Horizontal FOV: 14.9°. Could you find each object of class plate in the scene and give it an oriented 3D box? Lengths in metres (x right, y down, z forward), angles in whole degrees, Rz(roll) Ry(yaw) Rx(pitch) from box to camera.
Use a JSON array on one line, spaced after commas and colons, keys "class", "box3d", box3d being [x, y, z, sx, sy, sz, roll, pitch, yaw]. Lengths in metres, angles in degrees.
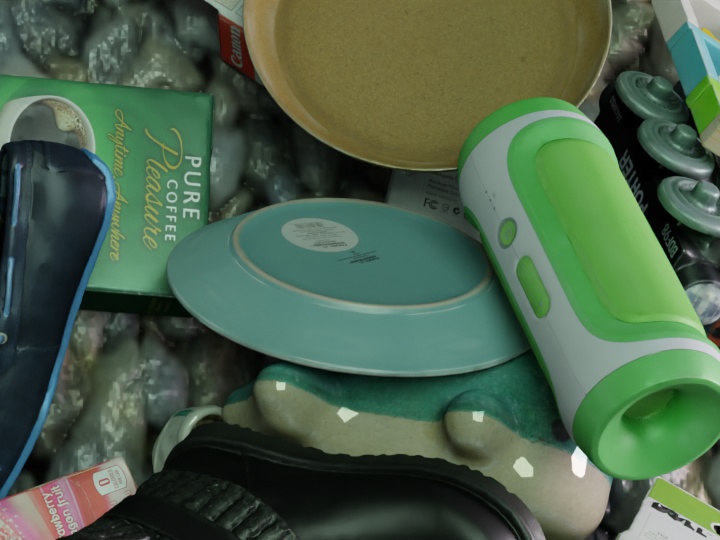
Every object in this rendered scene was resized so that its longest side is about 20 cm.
[{"class": "plate", "box3d": [0.000, 0.000, 1.418, 0.199, 0.026, 0.200, 6, 25, -3]}]

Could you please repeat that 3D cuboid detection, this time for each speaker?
[{"class": "speaker", "box3d": [0.114, 0.006, 1.368, 0.088, 0.089, 0.200, -9, 48, -15]}]

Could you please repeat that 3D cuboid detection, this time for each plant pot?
[{"class": "plant pot", "box3d": [0.036, -0.134, 1.491, 0.199, 0.028, 0.201, 0, 62, -1]}]

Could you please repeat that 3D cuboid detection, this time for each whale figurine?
[{"class": "whale figurine", "box3d": [0.034, 0.075, 1.400, 0.199, 0.159, 0.104, 19, 69, -13]}]

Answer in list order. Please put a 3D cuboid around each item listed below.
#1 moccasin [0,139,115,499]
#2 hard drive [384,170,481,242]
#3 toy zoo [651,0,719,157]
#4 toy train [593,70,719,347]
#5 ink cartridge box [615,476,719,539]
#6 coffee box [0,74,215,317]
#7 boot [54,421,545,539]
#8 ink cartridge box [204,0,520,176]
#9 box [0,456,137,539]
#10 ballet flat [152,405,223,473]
[{"class": "moccasin", "box3d": [-0.190, 0.027, 1.410, 0.068, 0.080, 0.201, 17, 89, -28]}, {"class": "hard drive", "box3d": [0.068, 0.014, 1.521, 0.131, 0.027, 0.201, 17, 67, -6]}, {"class": "toy zoo", "box3d": [0.226, -0.098, 1.535, 0.131, 0.020, 0.200, 30, 26, -22]}, {"class": "toy train", "box3d": [0.184, -0.033, 1.478, 0.114, 0.085, 0.200, 17, 31, -21]}, {"class": "ink cartridge box", "box3d": [0.180, 0.193, 1.374, 0.148, 0.200, 0.076, 29, 108, 7]}, {"class": "coffee box", "box3d": [-0.180, -0.042, 1.479, 0.199, 0.044, 0.123, 3, 70, -10]}, {"class": "boot", "box3d": [-0.033, 0.145, 1.280, 0.210, 0.080, 0.158, 9, 22, 21]}, {"class": "ink cartridge box", "box3d": [-0.021, -0.151, 1.544, 0.200, 0.050, 0.109, 32, 66, 17]}, {"class": "box", "box3d": [-0.132, 0.210, 1.366, 0.102, 0.095, 0.200, -20, 75, -18]}, {"class": "ballet flat", "box3d": [-0.039, 0.152, 1.424, 0.069, 0.069, 0.200, -33, 80, -21]}]
